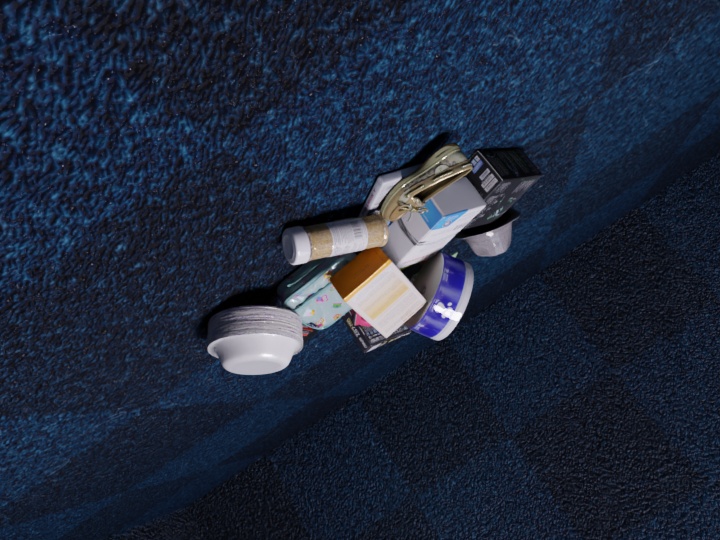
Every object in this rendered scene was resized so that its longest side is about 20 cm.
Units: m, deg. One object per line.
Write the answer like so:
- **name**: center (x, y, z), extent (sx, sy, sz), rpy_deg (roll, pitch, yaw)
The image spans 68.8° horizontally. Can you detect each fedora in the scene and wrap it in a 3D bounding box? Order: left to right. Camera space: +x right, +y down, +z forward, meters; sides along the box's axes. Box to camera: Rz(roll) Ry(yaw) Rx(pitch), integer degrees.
- **fedora**: center (0.338, -0.094, 1.386), extent (0.177, 0.090, 0.200), rpy_deg (-24, -161, -2)

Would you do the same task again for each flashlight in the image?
- **flashlight**: center (0.127, 0.012, 1.417), extent (0.200, 0.068, 0.068), rpy_deg (-38, -169, -28)

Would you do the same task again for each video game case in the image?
- **video game case**: center (0.088, -0.153, 1.087), extent (0.200, 0.023, 0.182), rpy_deg (-23, 159, -31)

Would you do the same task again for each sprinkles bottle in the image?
- **sprinkles bottle**: center (-0.045, -0.061, 0.989), extent (0.200, 0.068, 0.068), rpy_deg (-13, 154, -30)

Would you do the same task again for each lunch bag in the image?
- **lunch bag**: center (-0.078, 0.039, 1.158), extent (0.200, 0.077, 0.160), rpy_deg (-39, 140, 12)

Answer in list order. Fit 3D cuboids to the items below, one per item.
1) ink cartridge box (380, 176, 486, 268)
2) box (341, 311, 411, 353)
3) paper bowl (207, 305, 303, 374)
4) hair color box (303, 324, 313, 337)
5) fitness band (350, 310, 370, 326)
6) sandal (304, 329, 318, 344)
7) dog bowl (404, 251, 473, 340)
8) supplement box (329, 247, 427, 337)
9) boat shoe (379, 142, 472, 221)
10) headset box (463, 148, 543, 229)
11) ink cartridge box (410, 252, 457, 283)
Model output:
- **ink cartridge box**: center (0.150, -0.101, 1.143), extent (0.146, 0.086, 0.200), rpy_deg (-18, 161, -39)
- **box**: center (0.046, 0.138, 1.529), extent (0.200, 0.161, 0.049), rpy_deg (-16, 156, -44)
- **paper bowl**: center (-0.222, 0.157, 1.117), extent (0.200, 0.104, 0.201), rpy_deg (-5, 155, -2)
- **hair color box**: center (-0.232, 0.186, 1.356), extent (0.200, 0.061, 0.102), rpy_deg (-35, 162, 10)
- **fitness band**: center (0.048, 0.078, 1.315), extent (0.144, 0.037, 0.200), rpy_deg (-14, 146, -20)
- **sandal**: center (-0.141, 0.146, 1.442), extent (0.200, 0.048, 0.075), rpy_deg (-49, 158, 7)
- **dog bowl**: center (0.182, 0.059, 1.244), extent (0.200, 0.079, 0.200), rpy_deg (-158, -90, -80)
- **supplement box**: center (0.042, 0.044, 1.121), extent (0.126, 0.074, 0.200), rpy_deg (-41, 138, 2)
- **boat shoe**: center (0.119, -0.154, 0.996), extent (0.200, 0.063, 0.073), rpy_deg (-42, 161, 26)
- **headset box**: center (0.299, -0.190, 1.221), extent (0.200, 0.093, 0.174), rpy_deg (-15, 154, -43)
- **ink cartridge box**: center (0.200, 0.044, 1.455), extent (0.200, 0.048, 0.146), rpy_deg (-22, 144, -38)
